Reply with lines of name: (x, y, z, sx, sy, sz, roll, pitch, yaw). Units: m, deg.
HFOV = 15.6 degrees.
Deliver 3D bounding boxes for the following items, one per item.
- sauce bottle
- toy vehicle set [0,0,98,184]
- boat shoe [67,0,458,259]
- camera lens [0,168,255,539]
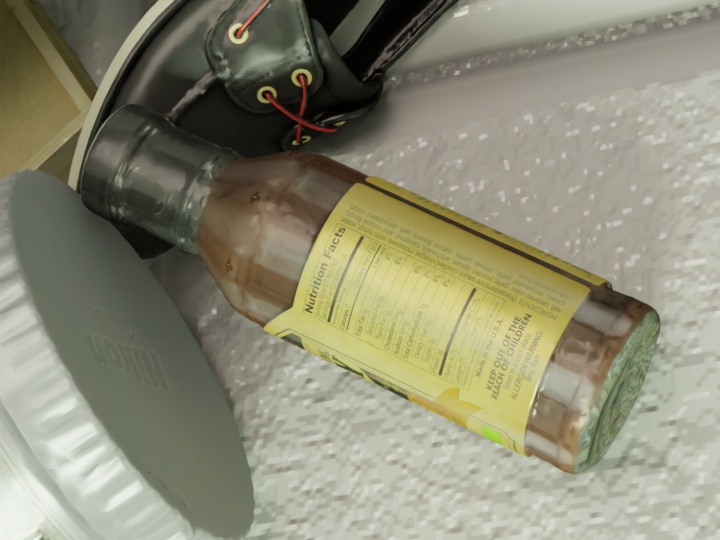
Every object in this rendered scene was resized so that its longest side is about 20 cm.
sauce bottle: (0.000, 0.000, 0.877, 0.199, 0.065, 0.065, 26, 83, 19)
toy vehicle set: (-0.187, -0.081, 1.052, 0.124, 0.027, 0.200, -41, 57, 7)
boat shoe: (-0.026, -0.081, 0.941, 0.202, 0.074, 0.063, -48, 54, 0)
camera lens: (-0.157, 0.078, 0.892, 0.199, 0.160, 0.161, -32, 59, 12)
